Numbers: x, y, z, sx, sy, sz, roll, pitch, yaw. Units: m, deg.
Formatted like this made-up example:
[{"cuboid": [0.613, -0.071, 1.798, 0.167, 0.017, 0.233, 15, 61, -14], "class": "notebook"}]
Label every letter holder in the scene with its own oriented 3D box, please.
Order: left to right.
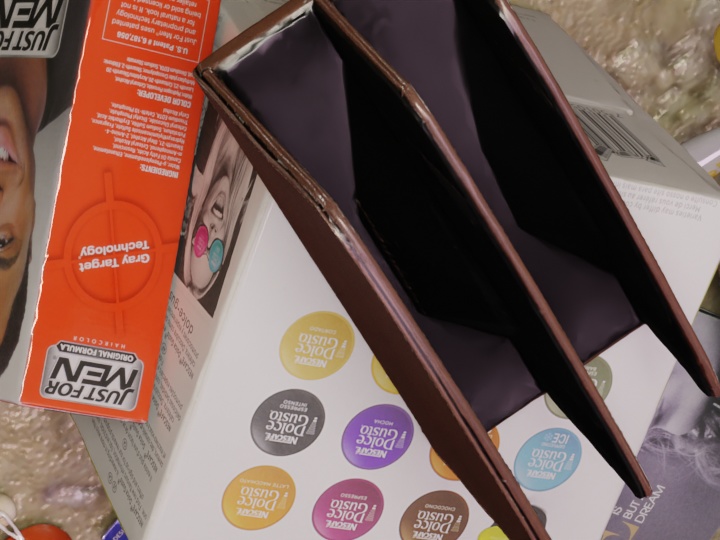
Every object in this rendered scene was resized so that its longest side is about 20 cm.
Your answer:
[{"cuboid": [0.049, 0.001, 0.974, 0.101, 0.142, 0.200, -34, 123, -3], "class": "letter holder"}]

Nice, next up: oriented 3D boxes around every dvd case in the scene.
[{"cuboid": [0.115, 0.075, 1.367, 0.200, 0.016, 0.149, 22, 108, -31], "class": "dvd case"}]

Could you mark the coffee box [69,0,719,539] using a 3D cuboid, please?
[{"cuboid": [0.000, 0.000, 1.160, 0.200, 0.200, 0.198, 10, 113, -26], "class": "coffee box"}]

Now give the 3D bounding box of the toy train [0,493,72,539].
[{"cuboid": [-0.203, 0.155, 1.251, 0.200, 0.056, 0.150, -21, 124, -12], "class": "toy train"}]

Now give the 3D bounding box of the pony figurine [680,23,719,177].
[{"cuboid": [0.245, -0.105, 1.250, 0.200, 0.167, 0.193, -24, 155, -23], "class": "pony figurine"}]

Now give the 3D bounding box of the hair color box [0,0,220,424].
[{"cuboid": [-0.115, -0.046, 1.098, 0.061, 0.101, 0.200, 11, 87, -36], "class": "hair color box"}]

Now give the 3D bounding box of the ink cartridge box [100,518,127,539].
[{"cuboid": [-0.020, 0.152, 1.327, 0.095, 0.037, 0.200, -47, 117, 2], "class": "ink cartridge box"}]

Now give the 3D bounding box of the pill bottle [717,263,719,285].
[{"cuboid": [0.237, 0.062, 1.333, 0.120, 0.120, 0.200, -17, 116, -14], "class": "pill bottle"}]
